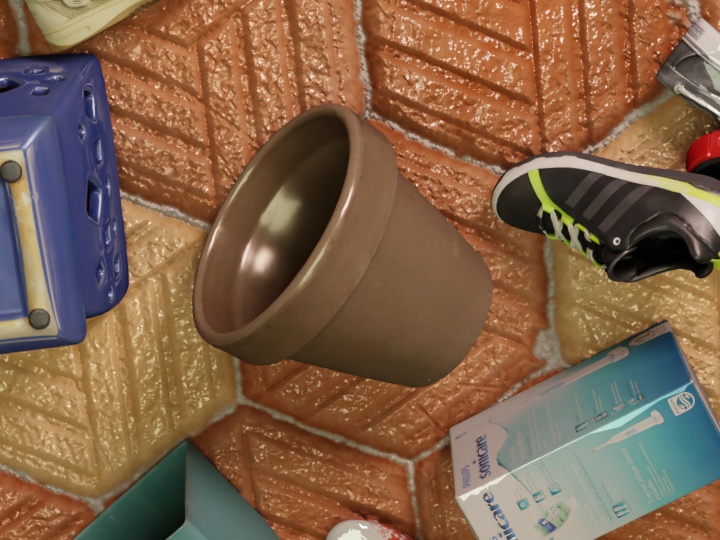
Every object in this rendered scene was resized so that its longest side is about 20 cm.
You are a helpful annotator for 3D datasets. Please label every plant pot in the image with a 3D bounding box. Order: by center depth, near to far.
[{"bbox_3d":[-0.287,-0.040,1.452,0.200,0.180,0.200,-5,107,3],"label":"plant pot"},{"bbox_3d":[0.000,0.000,1.475,0.175,0.200,0.200,29,106,-27],"label":"plant pot"},{"bbox_3d":[-0.119,0.271,1.574,0.141,0.141,0.200,-41,110,12],"label":"plant pot"}]

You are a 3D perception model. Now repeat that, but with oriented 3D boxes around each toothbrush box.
[{"bbox_3d":[0.174,0.137,1.521,0.200,0.146,0.085,-27,105,7],"label":"toothbrush box"}]

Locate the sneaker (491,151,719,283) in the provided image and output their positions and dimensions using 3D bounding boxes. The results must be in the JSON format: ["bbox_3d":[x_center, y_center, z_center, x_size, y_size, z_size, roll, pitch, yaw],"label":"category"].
[{"bbox_3d":[0.183,-0.034,1.465,0.200,0.083,0.072,5,143,27],"label":"sneaker"}]

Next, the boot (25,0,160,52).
[{"bbox_3d":[-0.181,-0.270,1.435,0.200,0.073,0.155,-28,108,14],"label":"boot"}]

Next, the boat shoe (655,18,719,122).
[{"bbox_3d":[0.311,-0.104,1.484,0.200,0.072,0.068,36,105,-10],"label":"boat shoe"}]

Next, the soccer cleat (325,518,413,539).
[{"bbox_3d":[0.047,0.281,1.598,0.069,0.085,0.200,-38,104,11],"label":"soccer cleat"}]

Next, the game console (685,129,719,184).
[{"bbox_3d":[0.357,-0.051,1.459,0.200,0.031,0.177,-13,134,34],"label":"game console"}]
